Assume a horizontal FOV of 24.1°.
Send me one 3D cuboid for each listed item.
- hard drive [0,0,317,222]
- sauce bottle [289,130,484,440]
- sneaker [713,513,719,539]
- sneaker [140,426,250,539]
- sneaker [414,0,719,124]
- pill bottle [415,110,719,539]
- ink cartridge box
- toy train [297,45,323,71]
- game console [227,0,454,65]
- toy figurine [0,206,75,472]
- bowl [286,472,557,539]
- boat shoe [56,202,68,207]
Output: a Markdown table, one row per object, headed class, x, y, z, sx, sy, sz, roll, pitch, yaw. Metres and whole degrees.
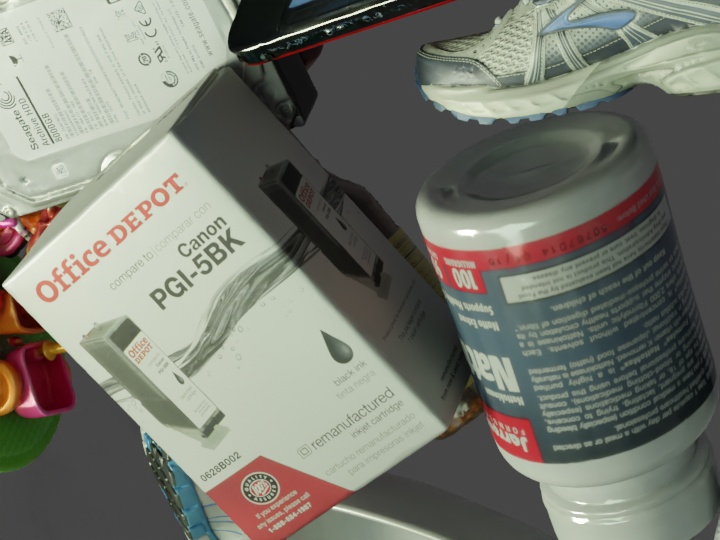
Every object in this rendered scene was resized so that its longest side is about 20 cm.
| class | x | y | z | sx | sy | sz | roll | pitch | yaw |
| --- | --- | --- | --- | --- | --- | --- | --- | --- | --- |
| hard drive | -0.138 | -0.113 | 0.874 | 0.198 | 0.038 | 0.141 | -14 | 118 | 23 |
| sauce bottle | 0.000 | 0.000 | 0.923 | 0.200 | 0.066 | 0.066 | 49 | 134 | -2 |
| sneaker | 0.239 | 0.116 | 0.822 | 0.113 | 0.075 | 0.202 | 18 | 126 | 28 |
| sneaker | -0.074 | 0.150 | 1.065 | 0.075 | 0.086 | 0.202 | 49 | 163 | 55 |
| sneaker | 0.112 | -0.122 | 0.767 | 0.198 | 0.077 | 0.086 | -7 | 106 | 30 |
| pill bottle | 0.111 | 0.036 | 0.829 | 0.119 | 0.120 | 0.202 | -4 | 117 | 36 |
| ink cartridge box | -0.060 | 0.023 | 0.858 | 0.146 | 0.083 | 0.200 | -37 | 102 | 31 |
| toy train | -0.045 | -0.120 | 0.894 | 0.046 | 0.034 | 0.199 | 49 | 135 | -8 |
| game console | 0.003 | -0.209 | 0.748 | 0.198 | 0.174 | 0.119 | -12 | 139 | 40 |
| toy figurine | -0.164 | 0.008 | 1.027 | 0.182 | 0.150 | 0.203 | -14 | 87 | 26 |
| bowl | 0.052 | 0.214 | 1.023 | 0.198 | 0.075 | 0.202 | 18 | 128 | 26 |
| boat shoe | -0.156 | -0.133 | 0.939 | 0.065 | 0.072 | 0.202 | 52 | 134 | 46 |
